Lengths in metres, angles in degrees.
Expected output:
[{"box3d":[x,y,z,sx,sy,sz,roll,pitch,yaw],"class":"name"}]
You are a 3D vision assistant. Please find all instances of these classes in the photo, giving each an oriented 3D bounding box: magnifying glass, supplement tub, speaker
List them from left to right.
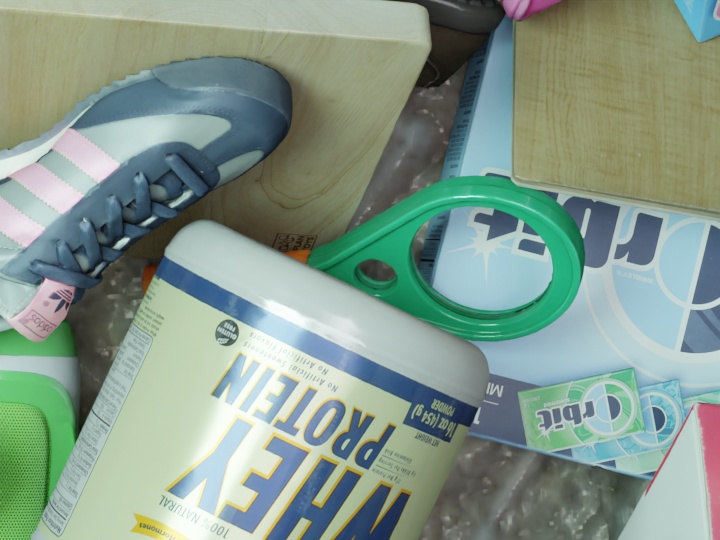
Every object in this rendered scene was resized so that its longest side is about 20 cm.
[{"box3d":[-0.167,0.119,1.066,0.088,0.088,0.201,3,90,-9],"class":"speaker"},{"box3d":[-0.049,0.095,1.006,0.145,0.145,0.201,25,90,-8],"class":"supplement tub"},{"box3d":[0.000,0.000,1.079,0.199,0.022,0.080,-7,126,17],"class":"magnifying glass"}]

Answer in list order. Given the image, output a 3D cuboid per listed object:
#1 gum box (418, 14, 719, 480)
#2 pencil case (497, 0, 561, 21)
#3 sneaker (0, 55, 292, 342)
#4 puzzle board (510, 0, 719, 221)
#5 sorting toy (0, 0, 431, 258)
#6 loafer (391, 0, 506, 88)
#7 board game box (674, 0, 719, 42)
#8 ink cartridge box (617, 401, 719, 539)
[{"box3d":[0.117,-0.011,1.131,0.169,0.045,0.201,15,89,-9],"class":"gum box"},{"box3d":[0.052,-0.204,1.073,0.091,0.094,0.200,-40,73,32],"class":"pencil case"},{"box3d":[-0.111,-0.015,0.977,0.199,0.070,0.082,-25,52,21],"class":"sneaker"},{"box3d":[0.140,-0.109,1.102,0.150,0.017,0.201,9,57,-10],"class":"puzzle board"},{"box3d":[-0.090,-0.081,1.031,0.198,0.200,0.070,3,64,-12],"class":"sorting toy"},{"box3d":[-0.037,-0.127,1.089,0.199,0.073,0.071,21,127,1],"class":"loafer"},{"box3d":[0.133,-0.210,1.031,0.040,0.200,0.153,-23,66,-8],"class":"board game box"},{"box3d":[0.225,0.137,1.091,0.199,0.145,0.085,6,54,-9],"class":"ink cartridge box"}]
